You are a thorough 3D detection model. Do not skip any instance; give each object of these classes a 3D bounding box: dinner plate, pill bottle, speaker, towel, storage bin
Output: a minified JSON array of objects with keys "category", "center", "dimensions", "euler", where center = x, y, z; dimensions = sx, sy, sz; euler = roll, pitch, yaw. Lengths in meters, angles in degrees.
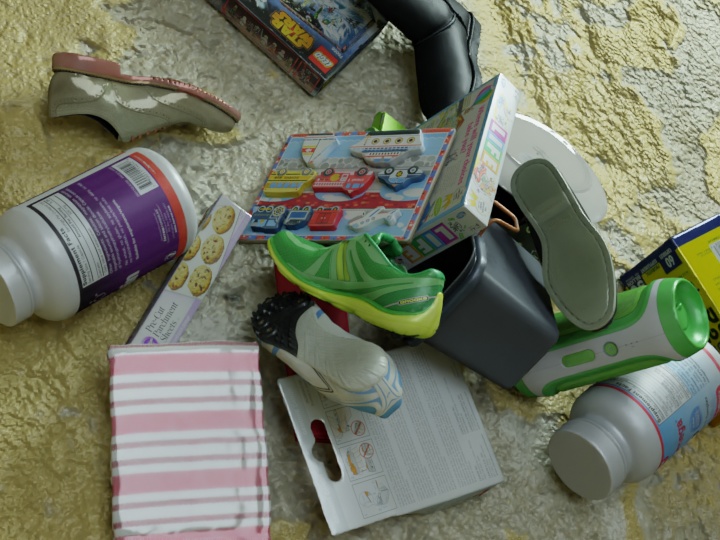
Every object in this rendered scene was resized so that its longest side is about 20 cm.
[{"category":"dinner plate","center":[0.195,-0.126,1.567],"dimensions":[0.200,0.024,0.201],"euler":[23,33,-16]},{"category":"pill bottle","center":[0.289,0.151,1.469],"dimensions":[0.200,0.109,0.109],"euler":[-33,82,-33]},{"category":"pill bottle","center":[-0.257,-0.028,1.305],"dimensions":[0.200,0.112,0.113],"euler":[-32,81,-33]},{"category":"speaker","center":[0.247,0.069,1.429],"dimensions":[0.088,0.200,0.089],"euler":[27,53,-43]},{"category":"towel","center":[-0.157,0.164,1.285],"dimensions":[0.146,0.030,0.201],"euler":[1,77,-22]},{"category":"storage bin","center":[0.125,0.014,1.419],"dimensions":[0.134,0.146,0.200],"euler":[35,23,-17]}]

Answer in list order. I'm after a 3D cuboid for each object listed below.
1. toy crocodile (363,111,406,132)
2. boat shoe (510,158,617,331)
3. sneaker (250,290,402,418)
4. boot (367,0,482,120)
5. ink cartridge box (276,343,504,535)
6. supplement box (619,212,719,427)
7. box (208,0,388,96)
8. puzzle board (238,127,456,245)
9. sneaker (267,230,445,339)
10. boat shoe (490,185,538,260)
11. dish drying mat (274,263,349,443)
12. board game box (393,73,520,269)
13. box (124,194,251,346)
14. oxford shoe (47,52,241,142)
[{"category":"toy crocodile","center":[0.016,-0.085,1.492],"dimensions":[0.067,0.062,0.201],"euler":[31,48,-30]},{"category":"boat shoe","center":[0.212,-0.021,1.419],"dimensions":[0.061,0.072,0.202],"euler":[43,25,-56]},{"category":"sneaker","center":[-0.036,0.080,1.329],"dimensions":[0.072,0.073,0.200],"euler":[-37,41,-19]},{"category":"boot","center":[0.063,-0.268,1.560],"dimensions":[0.162,0.073,0.199],"euler":[41,41,-33]},{"category":"ink cartridge box","center":[0.025,0.163,1.379],"dimensions":[0.199,0.050,0.163],"euler":[-13,73,-27]},{"category":"supplement box","center":[0.402,0.052,1.570],"dimensions":[0.109,0.109,0.200],"euler":[-24,77,-32]},{"category":"box","center":[-0.080,-0.304,1.569],"dimensions":[0.200,0.040,0.137],"euler":[43,54,0]},{"category":"puzzle board","center":[-0.016,-0.088,1.419],"dimensions":[0.017,0.199,0.151],"euler":[59,43,-43]},{"category":"sneaker","center":[0.000,0.000,1.338],"dimensions":[0.199,0.074,0.084],"euler":[23,90,31]},{"category":"boat shoe","center":[0.165,-0.051,1.533],"dimensions":[0.201,0.061,0.072],"euler":[28,56,-10]},{"category":"dish drying mat","center":[-0.044,0.076,1.408],"dimensions":[0.077,0.018,0.201],"euler":[5,62,-27]},{"category":"board game box","center":[0.086,-0.096,1.419],"dimensions":[0.034,0.134,0.200],"euler":[40,45,-22]},{"category":"box","center":[-0.168,0.014,1.367],"dimensions":[0.041,0.039,0.200],"euler":[36,56,-11]},{"category":"oxford shoe","center":[-0.220,-0.161,1.429],"dimensions":[0.199,0.071,0.074],"euler":[13,86,-19]}]
